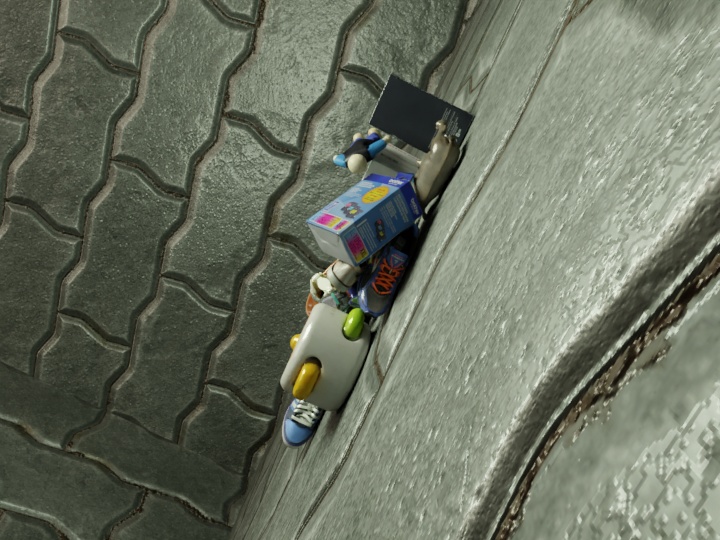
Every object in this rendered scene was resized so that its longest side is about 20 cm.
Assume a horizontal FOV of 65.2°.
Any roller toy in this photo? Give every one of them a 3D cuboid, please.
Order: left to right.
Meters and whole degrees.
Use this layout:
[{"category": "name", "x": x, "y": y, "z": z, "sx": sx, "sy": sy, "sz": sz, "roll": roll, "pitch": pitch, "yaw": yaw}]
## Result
[{"category": "roller toy", "x": -0.073, "y": 0.167, "z": 1.093, "sx": 0.183, "sy": 0.138, "sz": 0.202, "roll": 123, "pitch": 171, "yaw": -68}]

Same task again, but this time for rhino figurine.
[{"category": "rhino figurine", "x": 0.128, "y": -0.170, "z": 1.046, "sx": 0.088, "sy": 0.059, "sz": 0.202, "roll": -87, "pitch": 16, "yaw": -50}]

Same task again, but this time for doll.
[{"category": "doll", "x": 0.007, "y": -0.261, "z": 1.220, "sx": 0.135, "sy": 0.049, "sz": 0.201, "roll": -16, "pitch": 24, "yaw": 18}]

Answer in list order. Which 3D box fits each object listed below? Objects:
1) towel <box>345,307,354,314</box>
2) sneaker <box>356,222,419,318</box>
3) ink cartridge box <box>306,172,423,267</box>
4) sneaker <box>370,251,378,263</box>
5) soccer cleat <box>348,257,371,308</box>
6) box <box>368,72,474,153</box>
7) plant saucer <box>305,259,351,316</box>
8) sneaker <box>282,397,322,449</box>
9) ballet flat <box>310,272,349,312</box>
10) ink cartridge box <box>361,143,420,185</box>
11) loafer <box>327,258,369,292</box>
[{"category": "towel", "x": 0.016, "y": 0.030, "z": 1.305, "sx": 0.143, "sy": 0.023, "sz": 0.201, "roll": -42, "pitch": 19, "yaw": 34}, {"category": "sneaker", "x": 0.051, "y": -0.010, "z": 1.021, "sx": 0.078, "sy": 0.074, "sz": 0.202, "roll": 134, "pitch": 159, "yaw": -69}, {"category": "ink cartridge box", "x": 0.018, "y": -0.106, "z": 1.030, "sx": 0.199, "sy": 0.077, "sz": 0.136, "roll": -37, "pitch": 30, "yaw": -18}, {"category": "sneaker", "x": 0.065, "y": -0.040, "z": 1.163, "sx": 0.090, "sy": 0.066, "sz": 0.202, "roll": 98, "pitch": -172, "yaw": -54}, {"category": "soccer cleat", "x": 0.000, "y": 0.000, "z": 1.192, "sx": 0.202, "sy": 0.082, "sz": 0.065, "roll": -97, "pitch": 26, "yaw": -42}, {"category": "box", "x": 0.119, "y": -0.309, "z": 1.162, "sx": 0.105, "sy": 0.180, "sz": 0.200, "roll": -63, "pitch": 3, "yaw": 13}, {"category": "plant saucer", "x": -0.046, "y": 0.039, "z": 1.316, "sx": 0.199, "sy": 0.032, "sz": 0.201, "roll": -36, "pitch": 27, "yaw": 22}, {"category": "sneaker", "x": -0.113, "y": 0.295, "z": 1.283, "sx": 0.201, "sy": 0.080, "sz": 0.147, "roll": -61, "pitch": -4, "yaw": -32}, {"category": "ballet flat", "x": -0.075, "y": 0.039, "z": 1.226, "sx": 0.073, "sy": 0.071, "sz": 0.200, "roll": -64, "pitch": 20, "yaw": 2}, {"category": "ink cartridge box", "x": 0.073, "y": -0.192, "z": 1.330, "sx": 0.147, "sy": 0.145, "sz": 0.201, "roll": -62, "pitch": 4, "yaw": 26}, {"category": "loafer", "x": -0.010, "y": -0.020, "z": 1.090, "sx": 0.063, "sy": 0.072, "sz": 0.200, "roll": -42, "pitch": 8, "yaw": 21}]
